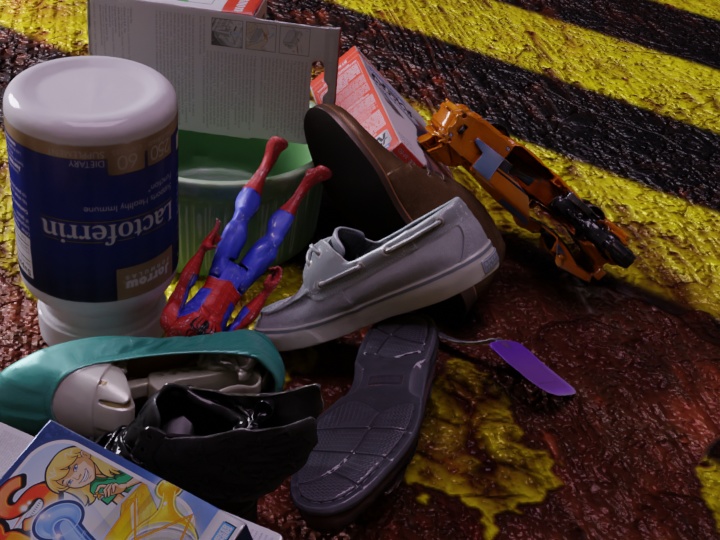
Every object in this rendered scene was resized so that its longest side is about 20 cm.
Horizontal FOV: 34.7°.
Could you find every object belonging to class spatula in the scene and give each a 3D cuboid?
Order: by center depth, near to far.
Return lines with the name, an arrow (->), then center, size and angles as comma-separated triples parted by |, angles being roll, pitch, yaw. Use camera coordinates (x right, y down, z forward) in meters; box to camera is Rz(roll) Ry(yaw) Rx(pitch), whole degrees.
spatula -> 0.072, 0.049, 0.885 | 0.200, 0.021, 0.057 | 23, 10, 30

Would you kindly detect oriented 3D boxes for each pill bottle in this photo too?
pill bottle -> -0.187, -0.040, 0.819 | 0.116, 0.200, 0.116 | 4, 34, -2

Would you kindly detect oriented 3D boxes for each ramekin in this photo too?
ramekin -> -0.123, -0.080, 0.984 | 0.200, 0.098, 0.200 | 4, 33, -3

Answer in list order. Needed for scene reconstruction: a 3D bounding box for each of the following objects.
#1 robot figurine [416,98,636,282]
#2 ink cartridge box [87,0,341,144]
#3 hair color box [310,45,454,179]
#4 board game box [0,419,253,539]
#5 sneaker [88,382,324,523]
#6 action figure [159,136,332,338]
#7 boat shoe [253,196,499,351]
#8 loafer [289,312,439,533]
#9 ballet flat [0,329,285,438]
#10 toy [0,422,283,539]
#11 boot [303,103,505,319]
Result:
robot figurine -> 0.141, -0.063, 0.962 | 0.200, 0.058, 0.145 | 39, 9, -11
ink cartridge box -> -0.114, -0.168, 0.926 | 0.200, 0.109, 0.050 | 8, 34, 3
hair color box -> 0.025, -0.110, 1.035 | 0.064, 0.111, 0.200 | -38, 34, 14
board game box -> -0.163, 0.184, 0.571 | 0.135, 0.034, 0.200 | 22, 58, 23
sneaker -> -0.125, 0.106, 0.693 | 0.200, 0.104, 0.060 | 8, 34, 2
action figure -> -0.092, -0.003, 0.846 | 0.065, 0.200, 0.052 | 34, -16, -18
boat shoe -> 0.000, 0.000, 0.827 | 0.201, 0.072, 0.070 | -21, 9, 27
loafer -> 0.014, 0.106, 0.761 | 0.072, 0.063, 0.200 | 0, 33, 22
ballet flat -> -0.141, 0.078, 0.762 | 0.200, 0.067, 0.070 | -7, 22, -22
toy -> -0.152, 0.168, 0.635 | 0.200, 0.047, 0.115 | 18, 57, 20
boot -> 0.035, -0.059, 0.911 | 0.075, 0.074, 0.200 | -44, 98, -27
